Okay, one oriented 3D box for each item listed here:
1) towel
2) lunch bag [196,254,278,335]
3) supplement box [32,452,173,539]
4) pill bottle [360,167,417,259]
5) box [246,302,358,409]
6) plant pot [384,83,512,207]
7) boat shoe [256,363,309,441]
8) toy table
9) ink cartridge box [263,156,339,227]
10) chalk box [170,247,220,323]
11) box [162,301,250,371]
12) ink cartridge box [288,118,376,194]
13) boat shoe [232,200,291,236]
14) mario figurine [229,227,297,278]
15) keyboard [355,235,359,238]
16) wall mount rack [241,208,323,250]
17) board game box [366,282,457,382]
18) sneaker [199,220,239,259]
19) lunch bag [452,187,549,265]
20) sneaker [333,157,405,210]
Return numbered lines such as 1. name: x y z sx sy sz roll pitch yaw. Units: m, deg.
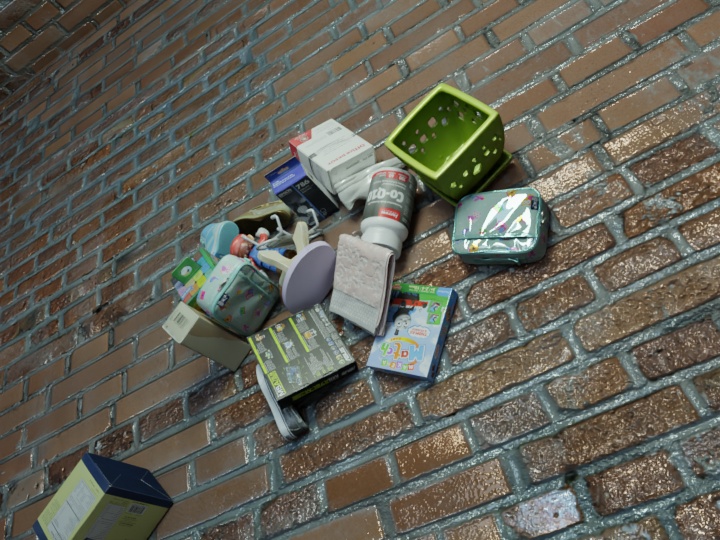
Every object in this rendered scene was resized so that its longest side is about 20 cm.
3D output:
1. towel: -0.001 0.028 1.409 0.200 0.032 0.191 23 108 52
2. lunch bag: -0.292 0.059 1.537 0.077 0.200 0.160 29 79 32
3. supplement box: -0.585 0.557 1.446 0.134 0.200 0.200 29 81 40
4. pill bottle: 0.064 -0.131 1.487 0.114 0.114 0.200 -3 62 31
5. box: -0.134 0.188 1.430 0.193 0.048 0.200 -28 49 -11
6. plant pot: 0.210 -0.268 1.429 0.200 0.181 0.199 -47 49 1
7. boat shoe: -0.174 0.282 1.428 0.068 0.074 0.199 -33 53 5
8. toy table: -0.144 -0.007 1.518 0.117 0.184 0.200 49 118 41
9. ink cartridge box: -0.147 -0.195 1.602 0.099 0.200 0.039 -30 48 16
10. chalk box: -0.392 0.039 1.622 0.125 0.200 0.124 -46 49 2
11. box: -0.369 0.163 1.536 0.095 0.200 0.078 30 82 39
12. ink cartridge box: -0.072 -0.302 1.663 0.147 0.083 0.200 -31 47 -18
13. boat shoe: -0.267 -0.146 1.743 0.200 0.074 0.066 -8 44 30
14. mario figurine: -0.258 -0.039 1.682 0.200 0.106 0.123 20 39 28
15. keyboard: 0.000 0.000 1.523 0.056 0.011 0.200 -35 50 17
16. wall mount rack: -0.202 -0.096 1.602 0.174 0.200 0.075 -27 81 48
17. board game box: 0.111 0.128 1.358 0.151 0.037 0.200 5 68 35
18. sneaker: -0.412 -0.043 1.774 0.131 0.080 0.200 10 78 51
19. lunch bag: 0.297 -0.089 1.337 0.200 0.077 0.161 -2 63 31
20. sneaker: 0.037 -0.219 1.591 0.200 0.089 0.075 -27 7 -8
